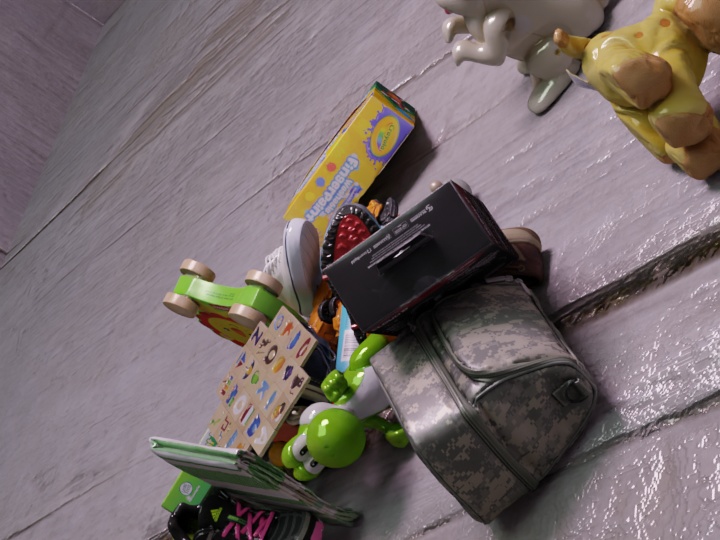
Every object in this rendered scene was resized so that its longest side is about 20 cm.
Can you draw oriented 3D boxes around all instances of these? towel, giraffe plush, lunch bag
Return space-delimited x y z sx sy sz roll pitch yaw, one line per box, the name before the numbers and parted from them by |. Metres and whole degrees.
towel | -0.112 0.223 1.550 0.152 0.200 0.023 1 66 43
giraffe plush | 0.299 -0.207 1.367 0.162 0.173 0.200 -45 41 2
lunch bag | 0.120 0.106 1.366 0.167 0.139 0.200 -37 26 5

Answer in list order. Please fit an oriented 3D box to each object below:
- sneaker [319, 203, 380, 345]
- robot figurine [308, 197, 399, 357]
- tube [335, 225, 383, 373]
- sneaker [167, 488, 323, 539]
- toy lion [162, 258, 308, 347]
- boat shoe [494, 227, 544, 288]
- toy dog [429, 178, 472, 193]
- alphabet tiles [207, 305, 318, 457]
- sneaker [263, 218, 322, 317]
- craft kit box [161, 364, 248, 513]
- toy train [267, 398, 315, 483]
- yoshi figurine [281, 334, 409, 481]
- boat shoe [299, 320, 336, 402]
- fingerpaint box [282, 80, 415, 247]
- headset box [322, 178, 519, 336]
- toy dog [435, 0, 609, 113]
sneaker | 0.000 0.000 1.620 0.079 0.201 0.096 -14 37 2
robot figurine | -0.003 0.004 1.821 0.145 0.058 0.201 -19 45 55
tube | 0.009 0.035 1.722 0.050 0.077 0.201 122 159 -66
sneaker | -0.131 0.278 1.568 0.199 0.088 0.074 -10 41 39
toy lion | -0.142 0.063 1.882 0.199 0.192 0.069 8 67 43
boat shoe | 0.094 0.015 1.528 0.199 0.072 0.072 -13 52 9
toy dog | 0.079 -0.035 1.655 0.132 0.096 0.200 -50 24 17
alphabet tiles | -0.111 0.128 1.636 0.167 0.006 0.200 -58 24 3
sneaker | -0.089 0.000 1.844 0.200 0.070 0.073 85 -164 -58
craft kit box | -0.158 0.199 1.805 0.201 0.048 0.198 -58 -6 4
toy train | -0.085 0.199 1.646 0.200 0.084 0.116 -6 -64 -85
yoshi figurine | 0.002 0.141 1.539 0.200 0.112 0.112 -48 -23 -23
boat shoe | -0.069 0.104 1.707 0.062 0.074 0.200 -65 13 8
fingerpaint box | -0.014 -0.145 1.952 0.200 0.073 0.167 -53 7 13
headset box | 0.060 -0.007 1.408 0.149 0.077 0.200 -36 -12 10
toy dog | 0.170 -0.305 1.675 0.194 0.200 0.140 -42 28 34
